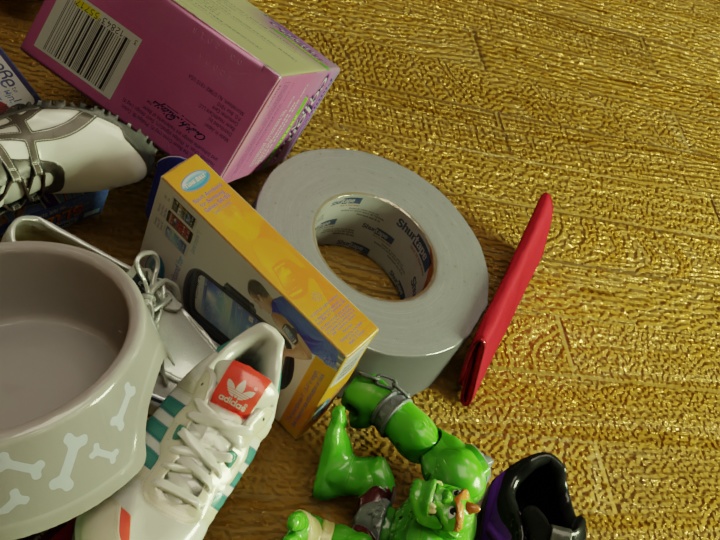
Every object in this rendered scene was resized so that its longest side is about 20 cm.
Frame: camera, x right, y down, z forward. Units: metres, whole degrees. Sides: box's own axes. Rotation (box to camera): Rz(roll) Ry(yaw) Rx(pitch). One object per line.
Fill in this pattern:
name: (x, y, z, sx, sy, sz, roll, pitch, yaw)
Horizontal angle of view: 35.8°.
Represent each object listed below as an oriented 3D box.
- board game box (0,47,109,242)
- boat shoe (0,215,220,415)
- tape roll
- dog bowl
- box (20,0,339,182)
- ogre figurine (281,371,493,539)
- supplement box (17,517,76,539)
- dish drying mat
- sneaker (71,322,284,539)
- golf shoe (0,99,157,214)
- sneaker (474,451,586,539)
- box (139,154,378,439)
board game box: (-0.297, -0.103, 0.822, 0.135, 0.035, 0.201, -26, 70, -40)
boat shoe: (-0.156, 0.024, 0.756, 0.201, 0.086, 0.075, 34, 45, 2)
tape roll: (0.000, 0.000, 0.876, 0.198, 0.066, 0.202, 15, 47, -16)
dog bowl: (-0.204, 0.057, 0.626, 0.197, 0.059, 0.201, -2, 37, 1)
box: (-0.129, -0.164, 0.864, 0.175, 0.097, 0.200, 35, 17, 2)
ogre figurine: (0.020, 0.163, 0.736, 0.118, 0.099, 0.200, 15, 29, 7)
supplement box: (-0.173, 0.168, 0.645, 0.200, 0.061, 0.109, 42, 45, 8)
dish drying mat: (0.121, 0.019, 0.921, 0.018, 0.077, 0.201, 21, 44, 13)
sneaker: (-0.096, 0.099, 0.644, 0.070, 0.094, 0.200, 34, 31, -2)
golf shoe: (-0.239, -0.065, 0.752, 0.197, 0.078, 0.096, 4, 55, -13)
sneaker: (0.111, 0.207, 0.737, 0.069, 0.100, 0.202, 16, 47, -12)
box: (-0.087, 0.013, 0.779, 0.200, 0.119, 0.041, 42, 51, 10)
